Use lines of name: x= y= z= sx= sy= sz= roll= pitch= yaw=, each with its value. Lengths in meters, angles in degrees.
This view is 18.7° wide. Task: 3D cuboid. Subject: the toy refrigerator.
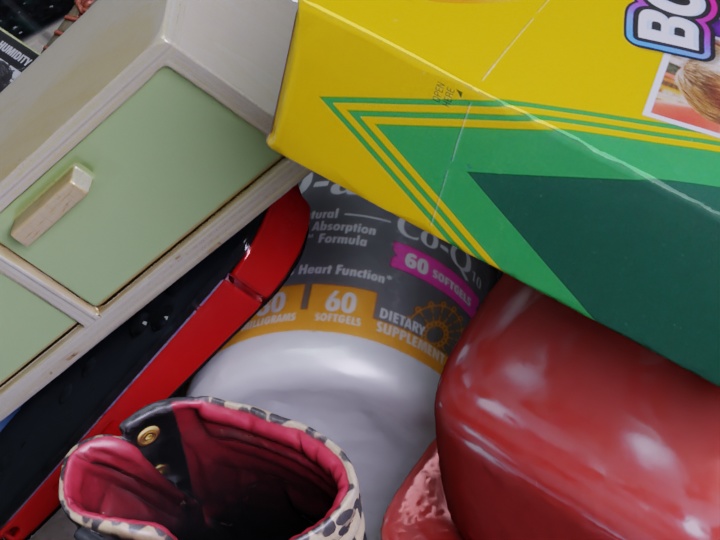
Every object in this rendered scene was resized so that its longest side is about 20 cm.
toy refrigerator: x=-0.101 y=-0.027 z=0.787 sx=0.200 sy=0.076 sz=0.070 roll=-36 pitch=33 yaw=34

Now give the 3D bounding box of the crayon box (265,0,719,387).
crayon box: x=0.096 y=-0.067 z=0.646 sx=0.172 sy=0.059 sz=0.200 roll=29 pitch=43 yaw=12

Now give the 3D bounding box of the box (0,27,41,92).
box: x=-0.208 y=-0.017 z=0.933 sx=0.075 sy=0.050 sz=0.200 roll=34 pitch=79 yaw=34

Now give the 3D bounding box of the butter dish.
butter dish: x=0.110 y=0.032 z=0.693 sx=0.199 sy=0.148 sz=0.200 roll=29 pitch=70 yaw=38

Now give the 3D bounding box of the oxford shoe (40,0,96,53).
oxford shoe: x=-0.132 y=-0.097 z=1.015 sx=0.199 sy=0.075 sz=0.070 roll=-37 pitch=51 yaw=-23

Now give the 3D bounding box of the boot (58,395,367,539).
boot: x=-0.075 y=0.108 z=0.753 sx=0.198 sy=0.151 sz=0.074 roll=6 pitch=54 yaw=16

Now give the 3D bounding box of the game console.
game console: x=-0.098 y=-0.004 z=0.864 sx=0.177 sy=0.031 sz=0.200 roll=-43 pitch=28 yaw=13

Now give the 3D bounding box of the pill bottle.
pill bottle: x=0.000 y=0.000 z=0.871 sx=0.115 sy=0.117 sz=0.201 roll=0 pitch=47 yaw=10
